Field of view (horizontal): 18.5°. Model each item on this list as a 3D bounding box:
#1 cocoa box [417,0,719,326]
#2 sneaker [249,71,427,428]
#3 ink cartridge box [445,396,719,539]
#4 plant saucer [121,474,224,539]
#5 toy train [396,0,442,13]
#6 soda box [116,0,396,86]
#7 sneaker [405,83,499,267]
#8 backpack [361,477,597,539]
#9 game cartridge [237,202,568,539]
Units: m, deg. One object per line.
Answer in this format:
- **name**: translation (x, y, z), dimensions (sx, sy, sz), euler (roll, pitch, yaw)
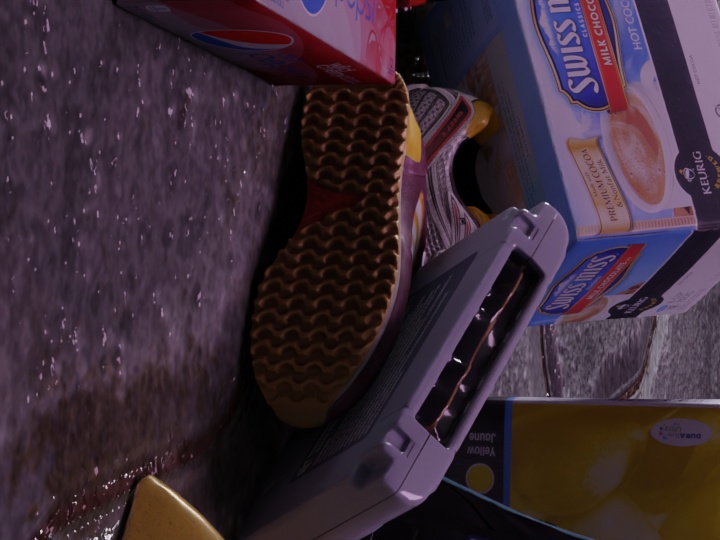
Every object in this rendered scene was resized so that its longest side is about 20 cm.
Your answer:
- **cocoa box**: translation (0.130, -0.085, 1.255), dimensions (0.133, 0.130, 0.201), euler (128, -47, -60)
- **sneaker**: translation (0.000, 0.000, 1.090), dimensions (0.090, 0.074, 0.201), euler (65, 32, -53)
- **ink cartridge box**: translation (0.113, 0.172, 1.252), dimensions (0.047, 0.196, 0.202), euler (13, 77, -69)
- **plant saucer**: translation (-0.065, 0.221, 0.927), dimensions (0.201, 0.048, 0.201), euler (70, 27, -49)
- **toy train**: translation (0.014, -0.149, 1.173), dimensions (0.200, 0.045, 0.034), euler (-31, 120, -70)
- **soda box**: translation (-0.040, -0.130, 0.973), dimensions (0.200, 0.063, 0.071), euler (15, 76, -72)
- **sneaker**: translation (0.038, -0.002, 1.198), dimensions (0.078, 0.082, 0.202), euler (-3, 94, -73)
- **backpack**: translation (0.080, 0.219, 1.144), dimensions (0.176, 0.199, 0.154), euler (-72, 172, -48)
- **game cartridge**: translation (0.019, 0.058, 1.054), dimensions (0.041, 0.133, 0.200), euler (40, 48, -8)
